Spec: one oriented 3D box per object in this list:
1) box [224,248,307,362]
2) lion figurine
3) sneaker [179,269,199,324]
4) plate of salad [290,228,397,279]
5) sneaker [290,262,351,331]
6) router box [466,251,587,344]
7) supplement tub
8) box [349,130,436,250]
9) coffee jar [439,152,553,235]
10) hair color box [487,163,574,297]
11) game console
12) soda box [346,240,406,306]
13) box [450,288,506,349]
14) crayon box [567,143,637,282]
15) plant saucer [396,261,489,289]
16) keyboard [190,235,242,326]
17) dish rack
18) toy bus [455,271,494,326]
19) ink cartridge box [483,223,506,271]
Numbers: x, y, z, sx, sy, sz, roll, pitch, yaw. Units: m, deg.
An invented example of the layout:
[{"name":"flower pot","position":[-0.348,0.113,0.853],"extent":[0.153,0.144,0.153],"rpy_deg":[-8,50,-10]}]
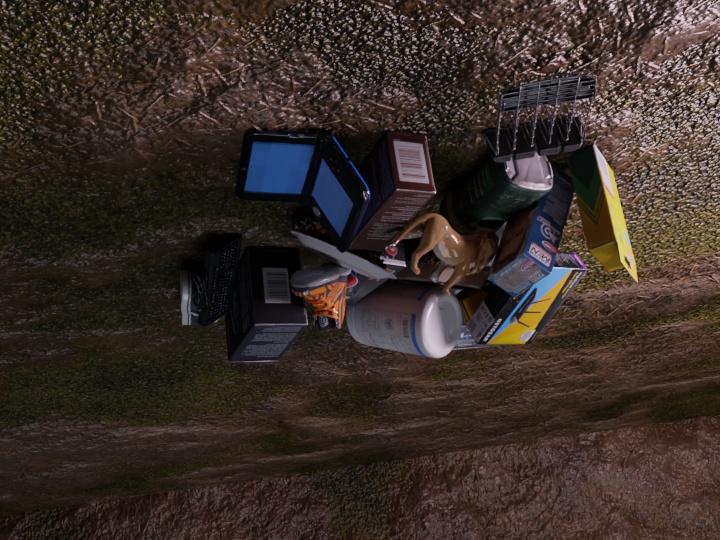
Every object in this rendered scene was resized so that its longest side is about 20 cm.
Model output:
[{"name":"box","position":[-0.179,0.067,1.819],"extent":[0.102,0.151,0.200],"rpy_deg":[1,157,-21]},{"name":"lion figurine","position":[0.133,-0.041,1.547],"extent":[0.123,0.073,0.199],"rpy_deg":[-50,136,9]},{"name":"sneaker","position":[-0.296,0.049,1.829],"extent":[0.078,0.080,0.200],"rpy_deg":[-1,164,-8]},{"name":"plate of salad","position":[-0.025,-0.035,1.668],"extent":[0.197,0.049,0.200],"rpy_deg":[24,176,2]},{"name":"sneaker","position":[-0.064,0.053,1.721],"extent":[0.076,0.115,0.199],"rpy_deg":[6,-172,22]},{"name":"router box","position":[0.304,0.051,1.819],"extent":[0.147,0.051,0.202],"rpy_deg":[1,134,-35]},{"name":"supplement tub","position":[0.084,0.090,1.899],"extent":[0.198,0.135,0.131],"rpy_deg":[8,173,43]},{"name":"box","position":[0.038,-0.117,1.522],"extent":[0.074,0.102,0.200],"rpy_deg":[3,155,-25]},{"name":"coffee jar","position":[0.213,-0.121,1.593],"extent":[0.102,0.087,0.200],"rpy_deg":[5,153,-29]},{"name":"hair color box","position":[0.278,-0.066,1.598],"extent":[0.060,0.202,0.100],"rpy_deg":[32,144,-12]},{"name":"game console","position":[-0.090,-0.112,1.478],"extent":[0.117,0.172,0.201],"rpy_deg":[-29,165,-21]},{"name":"soda box","position":[0.000,0.000,1.834],"extent":[0.070,0.065,0.199],"rpy_deg":[7,152,-33]},{"name":"box","position":[0.223,0.081,2.020],"extent":[0.196,0.046,0.162],"rpy_deg":[-4,121,-12]},{"name":"crayon box","position":[0.390,-0.084,1.592],"extent":[0.050,0.204,0.127],"rpy_deg":[-17,156,23]},{"name":"plant saucer","position":[0.148,0.011,1.850],"extent":[0.196,0.035,0.200],"rpy_deg":[6,178,0]},{"name":"keyboard","position":[-0.249,0.034,1.736],"extent":[0.103,0.040,0.202],"rpy_deg":[-30,150,-34]},{"name":"dish rack","position":[0.256,-0.226,1.409],"extent":[0.150,0.056,0.201],"rpy_deg":[-10,155,0]},{"name":"toy bus","position":[0.274,0.034,1.921],"extent":[0.198,0.066,0.078],"rpy_deg":[-32,-165,-20]},{"name":"ink cartridge box","position":[0.278,-0.054,1.797],"extent":[0.115,0.069,0.201],"rpy_deg":[-4,157,-12]}]
